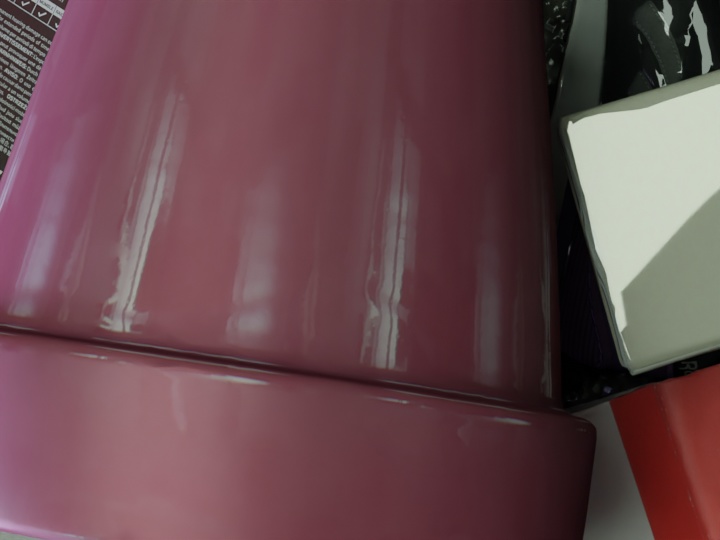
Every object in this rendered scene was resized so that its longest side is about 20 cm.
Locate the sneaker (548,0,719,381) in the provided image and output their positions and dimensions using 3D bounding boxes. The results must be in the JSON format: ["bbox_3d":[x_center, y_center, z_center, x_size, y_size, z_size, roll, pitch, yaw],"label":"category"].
[{"bbox_3d":[0.110,-0.064,0.870,0.087,0.076,0.201,14,97,12],"label":"sneaker"}]

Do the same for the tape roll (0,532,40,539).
[{"bbox_3d":[-0.125,0.159,0.912,0.202,0.037,0.204,-3,107,-11],"label":"tape roll"}]

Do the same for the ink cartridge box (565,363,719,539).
[{"bbox_3d":[0.084,0.122,0.856,0.199,0.050,0.162,-18,91,26],"label":"ink cartridge box"}]

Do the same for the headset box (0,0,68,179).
[{"bbox_3d":[-0.051,-0.107,0.899,0.075,0.148,0.201,33,102,24],"label":"headset box"}]

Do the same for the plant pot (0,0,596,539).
[{"bbox_3d":[-0.024,-0.009,0.768,0.199,0.200,0.180,8,88,27],"label":"plant pot"}]

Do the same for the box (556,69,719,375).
[{"bbox_3d":[0.163,-0.034,0.796,0.199,0.068,0.083,-15,89,8],"label":"box"}]
